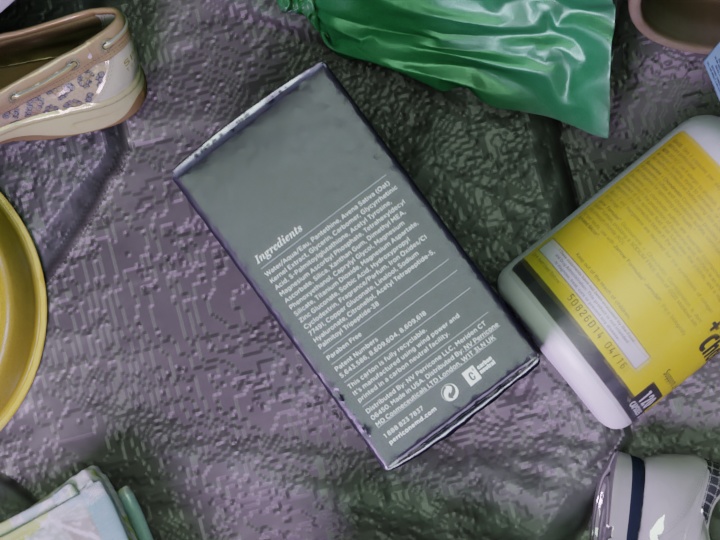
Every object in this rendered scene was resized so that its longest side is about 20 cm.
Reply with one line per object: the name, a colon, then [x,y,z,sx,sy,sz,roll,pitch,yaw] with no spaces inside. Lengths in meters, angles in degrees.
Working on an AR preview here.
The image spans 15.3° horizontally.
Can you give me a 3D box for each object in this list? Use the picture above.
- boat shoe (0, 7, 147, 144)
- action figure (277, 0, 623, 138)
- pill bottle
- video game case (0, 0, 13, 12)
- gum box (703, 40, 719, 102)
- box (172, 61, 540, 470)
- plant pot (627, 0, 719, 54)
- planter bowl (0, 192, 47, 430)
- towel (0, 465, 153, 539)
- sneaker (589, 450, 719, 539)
boat shoe: [-0.222,-0.104,1.506,0.199,0.063,0.073,-15,46,-5]
action figure: [0.048,-0.146,1.505,0.199,0.055,0.119,9,113,14]
pill bottle: [0.182,-0.014,1.472,0.200,0.112,0.112,-39,87,1]
video game case: [-0.294,-0.171,1.500,0.182,0.023,0.200,-41,59,1]
gum box: [0.301,-0.146,1.371,0.169,0.200,0.045,9,46,-30]
box: [0.000,0.000,1.462,0.104,0.148,0.200,-36,87,1]
plant pot: [0.228,-0.235,1.455,0.199,0.200,0.174,-11,71,2]
planter bowl: [-0.282,0.022,1.506,0.199,0.083,0.201,0,87,2]
towel: [-0.173,0.231,1.484,0.171,0.048,0.201,-29,71,11]
sneaker: [0.167,0.202,1.488,0.080,0.076,0.201,6,90,-7]
